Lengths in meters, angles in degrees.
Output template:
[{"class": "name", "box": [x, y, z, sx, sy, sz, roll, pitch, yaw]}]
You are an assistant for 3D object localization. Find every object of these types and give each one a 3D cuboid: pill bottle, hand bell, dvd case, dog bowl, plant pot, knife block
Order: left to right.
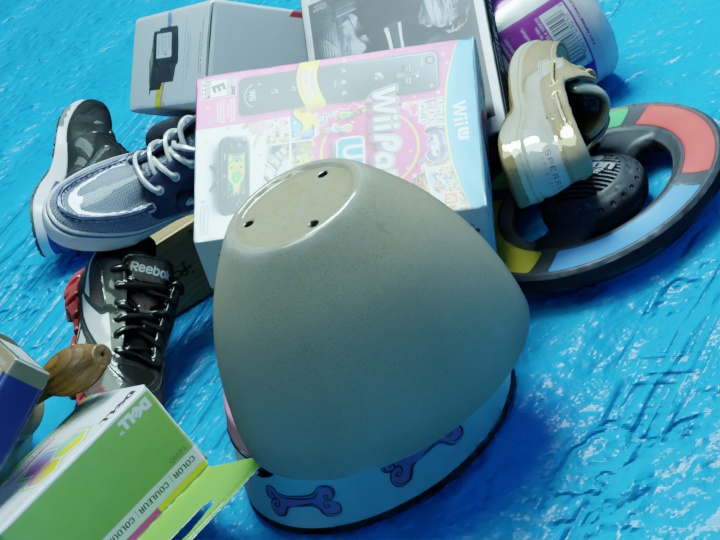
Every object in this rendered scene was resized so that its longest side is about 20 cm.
[{"class": "hand bell", "box": [-0.230, 0.085, 1.548, 0.199, 0.104, 0.104, -25, 23, 49]}, {"class": "knife block", "box": [-0.105, -0.049, 1.749, 0.175, 0.064, 0.200, -32, 29, -7]}, {"class": "plant pot", "box": [-0.012, 0.011, 1.347, 0.199, 0.135, 0.201, -21, 30, 13]}, {"class": "dog bowl", "box": [-0.003, 0.078, 1.446, 0.199, 0.074, 0.201, -23, 29, 13]}, {"class": "dvd case", "box": [0.032, -0.156, 1.622, 0.149, 0.025, 0.201, -21, 56, 20]}, {"class": "pill bottle", "box": [0.090, -0.148, 1.681, 0.199, 0.113, 0.112, -33, 29, -7]}]

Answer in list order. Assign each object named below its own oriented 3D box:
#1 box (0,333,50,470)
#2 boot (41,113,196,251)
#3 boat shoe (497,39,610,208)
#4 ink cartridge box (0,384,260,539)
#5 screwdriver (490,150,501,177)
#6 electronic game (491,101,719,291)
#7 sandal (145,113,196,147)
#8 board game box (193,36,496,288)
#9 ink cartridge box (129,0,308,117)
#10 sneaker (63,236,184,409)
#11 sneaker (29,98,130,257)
[{"class": "box", "box": [-0.278, 0.141, 1.470, 0.201, 0.032, 0.121, -64, 24, -1]}, {"class": "boot", "box": [-0.138, -0.081, 1.609, 0.199, 0.091, 0.073, -19, 62, -21]}, {"class": "boat shoe", "box": [0.143, -0.109, 1.542, 0.069, 0.074, 0.200, -14, 29, 17]}, {"class": "ink cartridge box", "box": [-0.165, 0.148, 1.423, 0.148, 0.076, 0.200, -45, 14, -26]}, {"class": "screwdriver", "box": [0.032, -0.055, 1.629, 0.199, 0.028, 0.029, -19, 3, -10]}, {"class": "electronic game", "box": [0.164, -0.054, 1.538, 0.199, 0.042, 0.201, -23, 29, 13]}, {"class": "sandal", "box": [-0.083, -0.096, 1.763, 0.198, 0.076, 0.043, 2, 80, 16]}, {"class": "board game box", "box": [-0.011, -0.073, 1.498, 0.198, 0.064, 0.148, -7, 56, 7]}, {"class": "ink cartridge box", "box": [-0.090, -0.165, 1.786, 0.145, 0.084, 0.200, 4, 0, -23]}, {"class": "sneaker", "box": [-0.172, 0.042, 1.611, 0.098, 0.070, 0.201, -56, 28, 29]}, {"class": "sneaker", "box": [-0.224, -0.082, 1.921, 0.087, 0.076, 0.201, -6, 37, 10]}]
